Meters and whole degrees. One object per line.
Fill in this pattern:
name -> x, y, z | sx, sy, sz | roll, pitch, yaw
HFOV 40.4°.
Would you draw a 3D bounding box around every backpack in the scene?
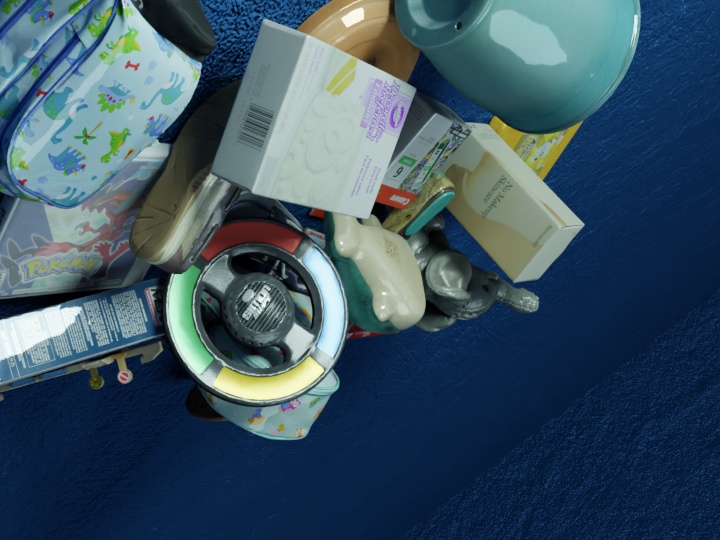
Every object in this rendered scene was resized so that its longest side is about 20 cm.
backpack -> -0.116, 0.094, 1.127 | 0.153, 0.200, 0.175 | -48, 140, 16
backpack -> -0.210, -0.144, 0.721 | 0.199, 0.154, 0.163 | -29, 163, 5

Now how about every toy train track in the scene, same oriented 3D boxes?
toy train track -> -0.305, 0.116, 1.029 | 0.199, 0.033, 0.115 | -15, -179, 0

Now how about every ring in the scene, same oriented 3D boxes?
ring -> -0.132, 0.148, 1.279 | 0.200, 0.200, 0.019 | -26, 111, -29

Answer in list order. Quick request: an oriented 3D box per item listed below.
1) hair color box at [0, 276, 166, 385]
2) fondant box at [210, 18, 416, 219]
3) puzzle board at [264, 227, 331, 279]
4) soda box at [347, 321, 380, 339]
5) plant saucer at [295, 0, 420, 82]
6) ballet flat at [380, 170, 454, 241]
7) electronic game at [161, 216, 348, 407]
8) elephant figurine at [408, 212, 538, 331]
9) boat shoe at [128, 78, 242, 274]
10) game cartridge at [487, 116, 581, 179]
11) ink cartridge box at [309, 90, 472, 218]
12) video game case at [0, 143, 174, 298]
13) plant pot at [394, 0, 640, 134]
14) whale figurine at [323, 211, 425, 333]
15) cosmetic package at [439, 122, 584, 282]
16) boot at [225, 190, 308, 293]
hair color box -> -0.292, 0.064, 0.976 | 0.199, 0.061, 0.100 | -16, 179, -42
fondant box -> -0.038, -0.135, 0.926 | 0.200, 0.058, 0.145 | 7, 106, -60
puzzle board -> -0.097, 0.032, 1.306 | 0.200, 0.017, 0.151 | -47, 155, 13
soda box -> 0.013, 0.051, 1.411 | 0.063, 0.070, 0.200 | -47, 160, 18
plant saucer -> -0.013, -0.201, 1.016 | 0.200, 0.032, 0.201 | -33, 155, -18
ballet flat -> 0.043, -0.060, 1.295 | 0.200, 0.071, 0.071 | -48, 155, 24
electronic game -> -0.107, 0.041, 1.015 | 0.199, 0.201, 0.042 | -28, 177, -24
elephant figurine -> 0.122, 0.018, 1.373 | 0.155, 0.200, 0.141 | -44, 156, 9
boat shoe -> -0.142, -0.087, 0.923 | 0.201, 0.072, 0.065 | -61, 148, -10
game cartridge -> 0.227, -0.168, 1.418 | 0.199, 0.032, 0.177 | -16, 146, -44
ink cartridge box -> 0.037, -0.121, 1.199 | 0.200, 0.050, 0.109 | -49, 155, 17
video game case -> -0.256, -0.047, 0.933 | 0.200, 0.023, 0.183 | -6, 138, -52
plant pot -> 0.141, -0.256, 0.974 | 0.187, 0.200, 0.200 | 12, 125, -43
whale figurine -> 0.000, 0.000, 1.193 | 0.103, 0.160, 0.200 | -23, 142, 21
cosmetic package -> 0.182, -0.090, 1.278 | 0.071, 0.200, 0.105 | -7, 139, -50
boot -> -0.096, -0.035, 1.103 | 0.073, 0.090, 0.200 | -44, 156, 9
